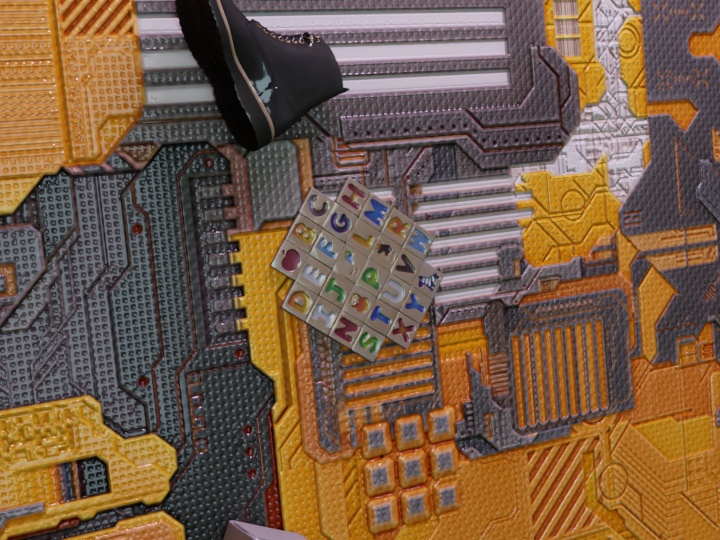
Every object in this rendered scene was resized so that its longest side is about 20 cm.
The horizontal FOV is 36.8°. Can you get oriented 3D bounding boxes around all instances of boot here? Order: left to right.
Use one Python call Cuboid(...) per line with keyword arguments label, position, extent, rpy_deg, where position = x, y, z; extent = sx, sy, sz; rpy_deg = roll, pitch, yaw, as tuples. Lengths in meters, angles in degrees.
Cuboid(label="boot", position=(-0.101, -0.244, 1.127), extent=(0.138, 0.077, 0.200), rpy_deg=(-34, 120, -27))

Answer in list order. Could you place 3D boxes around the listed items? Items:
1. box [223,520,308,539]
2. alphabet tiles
Cuboid(label="box", position=(-0.114, 0.375, 1.139), extent=(0.095, 0.078, 0.200), rpy_deg=(20, 83, -27))
Cuboid(label="alphabet tiles", position=(0.000, 0.000, 1.221), extent=(0.200, 0.006, 0.167), rpy_deg=(33, 78, -25))
